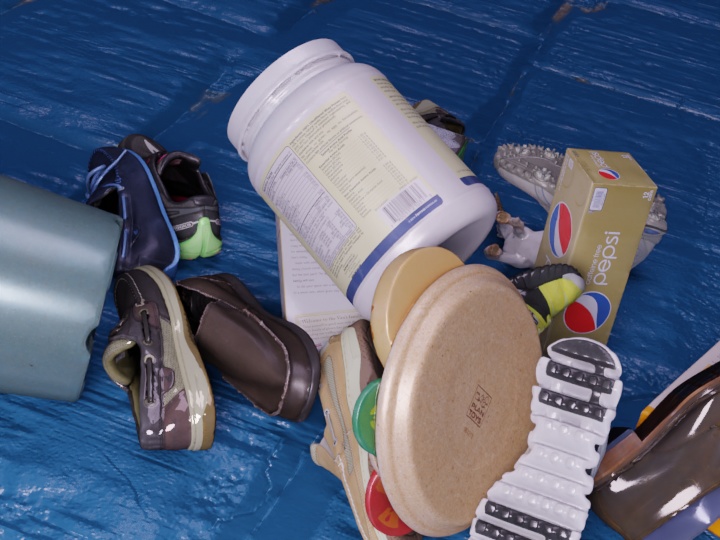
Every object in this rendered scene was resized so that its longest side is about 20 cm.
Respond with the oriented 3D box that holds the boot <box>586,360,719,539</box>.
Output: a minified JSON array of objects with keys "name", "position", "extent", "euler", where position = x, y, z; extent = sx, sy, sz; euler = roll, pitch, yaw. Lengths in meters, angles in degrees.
[{"name":"boot","position":[0.263,0.137,0.918],"extent":[0.097,0.199,0.075],"euler":[57,2,4]}]

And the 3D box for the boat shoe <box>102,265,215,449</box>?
[{"name":"boat shoe","position":[-0.170,0.065,0.954],"extent":[0.065,0.072,0.201],"euler":[-4,38,-27]}]

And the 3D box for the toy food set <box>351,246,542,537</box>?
[{"name":"toy food set","position":[0.064,0.093,0.854],"extent":[0.048,0.200,0.199],"euler":[8,-9,38]}]

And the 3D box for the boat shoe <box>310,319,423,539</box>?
[{"name":"boat shoe","position":[-0.002,0.136,0.926],"extent":[0.072,0.076,0.201],"euler":[44,26,-40]}]

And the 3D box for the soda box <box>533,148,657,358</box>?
[{"name":"soda box","position":[0.200,-0.005,1.091],"extent":[0.063,0.201,0.068],"euler":[3,31,-15]}]

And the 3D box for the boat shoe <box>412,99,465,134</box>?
[{"name":"boat shoe","position":[0.074,-0.152,1.414],"extent":[0.065,0.072,0.201],"euler":[15,26,15]}]

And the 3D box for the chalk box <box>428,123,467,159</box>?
[{"name":"chalk box","position":[0.016,-0.061,1.195],"extent":[0.124,0.125,0.200],"euler":[20,32,9]}]

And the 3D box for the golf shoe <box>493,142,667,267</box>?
[{"name":"golf shoe","position":[0.224,-0.063,1.293],"extent":[0.199,0.098,0.078],"euler":[27,37,6]}]

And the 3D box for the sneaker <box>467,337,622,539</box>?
[{"name":"sneaker","position":[0.138,0.150,0.861],"extent":[0.075,0.201,0.081],"euler":[23,-5,22]}]

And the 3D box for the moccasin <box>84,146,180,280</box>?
[{"name":"moccasin","position":[-0.230,-0.061,1.140],"extent":[0.068,0.081,0.200],"euler":[0,31,-31]}]

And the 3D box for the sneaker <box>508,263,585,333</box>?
[{"name":"sneaker","position":[0.107,0.055,0.974],"extent":[0.199,0.075,0.077],"euler":[-24,81,-27]}]

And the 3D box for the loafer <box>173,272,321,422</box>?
[{"name":"loafer","position":[-0.103,0.064,0.990],"extent":[0.071,0.074,0.200],"euler":[4,19,-38]}]

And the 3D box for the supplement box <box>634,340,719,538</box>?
[{"name":"supplement box","position":[0.325,0.138,1.026],"extent":[0.126,0.074,0.199],"euler":[32,37,28]}]

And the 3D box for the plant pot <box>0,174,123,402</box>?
[{"name":"plant pot","position":[-0.292,0.007,0.916],"extent":[0.194,0.201,0.201],"euler":[14,30,-12]}]

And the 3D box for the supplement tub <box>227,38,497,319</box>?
[{"name":"supplement tub","position":[-0.001,-0.075,0.984],"extent":[0.200,0.145,0.145],"euler":[49,42,15]}]

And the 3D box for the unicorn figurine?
[{"name":"unicorn figurine","position":[0.183,-0.029,1.219],"extent":[0.199,0.074,0.137],"euler":[24,1,29]}]

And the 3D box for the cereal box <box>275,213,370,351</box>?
[{"name":"cereal box","position":[0.000,0.000,1.053],"extent":[0.143,0.040,0.202],"euler":[-1,66,-8]}]

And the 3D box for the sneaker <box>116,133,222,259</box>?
[{"name":"sneaker","position":[-0.185,-0.090,1.202],"extent":[0.076,0.084,0.200],"euler":[-8,36,-33]}]
